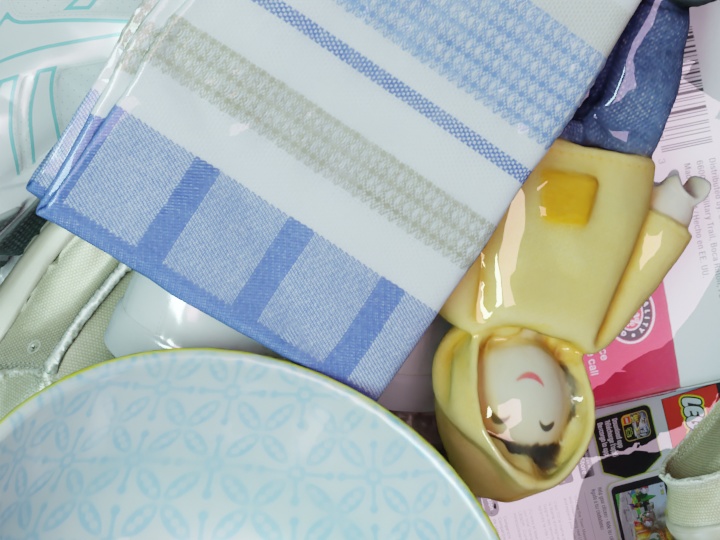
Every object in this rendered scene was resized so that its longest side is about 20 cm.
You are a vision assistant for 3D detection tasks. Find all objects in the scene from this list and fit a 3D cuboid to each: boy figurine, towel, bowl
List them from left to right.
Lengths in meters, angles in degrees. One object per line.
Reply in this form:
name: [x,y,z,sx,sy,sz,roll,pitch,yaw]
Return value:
bowl: [-0.054,0.137,0.933,0.200,0.108,0.200,9,59,-16]
towel: [0.000,-0.071,0.934,0.147,0.024,0.200,31,93,-22]
boy figurine: [0.062,-0.019,1.000,0.124,0.064,0.200,17,90,-29]

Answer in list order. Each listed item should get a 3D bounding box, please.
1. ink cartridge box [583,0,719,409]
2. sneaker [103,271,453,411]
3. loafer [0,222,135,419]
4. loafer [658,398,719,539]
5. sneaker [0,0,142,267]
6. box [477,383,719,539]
ink cartridge box: [0.149,-0.041,1.092,0.200,0.083,0.146,-12,98,-9]
sneaker: [0.000,0.000,1.025,0.073,0.200,0.085,32,108,31]
loafer: [-0.104,0.034,1.047,0.068,0.076,0.200,45,96,11]
loafer: [0.173,0.016,1.026,0.200,0.076,0.068,-44,104,-10]
sneaker: [-0.124,-0.059,1.059,0.200,0.070,0.080,-37,82,-5]
box: [0.109,0.144,1.127,0.110,0.035,0.200,-15,98,-8]
